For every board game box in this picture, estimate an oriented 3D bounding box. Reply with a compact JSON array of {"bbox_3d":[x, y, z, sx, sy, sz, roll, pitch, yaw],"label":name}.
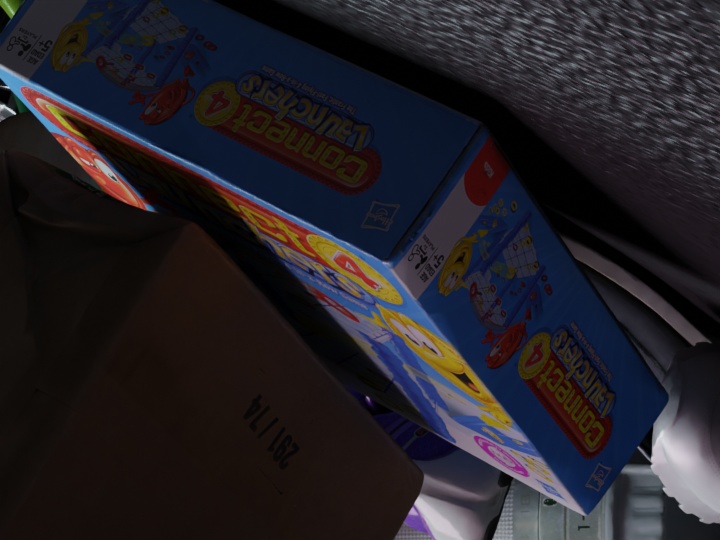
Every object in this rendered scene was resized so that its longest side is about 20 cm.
[{"bbox_3d":[-0.009,-0.014,0.995,0.200,0.056,0.196,27,166,36],"label":"board game box"}]

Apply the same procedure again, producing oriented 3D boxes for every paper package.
[{"bbox_3d":[-0.093,0.090,0.991,0.103,0.191,0.200,20,162,39],"label":"paper package"}]

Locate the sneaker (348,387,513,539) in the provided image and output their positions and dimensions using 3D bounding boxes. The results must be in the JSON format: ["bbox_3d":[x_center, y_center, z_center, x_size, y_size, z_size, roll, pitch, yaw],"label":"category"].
[{"bbox_3d":[0.031,0.064,1.179,0.083,0.081,0.200,21,-174,5],"label":"sneaker"}]

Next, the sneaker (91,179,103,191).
[{"bbox_3d":[-0.167,-0.043,1.362,0.076,0.076,0.200,-6,-169,-36],"label":"sneaker"}]

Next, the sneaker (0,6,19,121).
[{"bbox_3d":[-0.151,-0.091,1.297,0.199,0.076,0.079,28,179,19],"label":"sneaker"}]

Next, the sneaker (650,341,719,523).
[{"bbox_3d":[0.197,0.083,1.127,0.200,0.077,0.080,26,168,-41],"label":"sneaker"}]

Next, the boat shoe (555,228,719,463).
[{"bbox_3d":[0.094,0.030,1.132,0.200,0.062,0.073,33,178,-38],"label":"boat shoe"}]

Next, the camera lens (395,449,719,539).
[{"bbox_3d":[0.094,0.132,1.378,0.199,0.161,0.160,-4,158,32],"label":"camera lens"}]

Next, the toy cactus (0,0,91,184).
[{"bbox_3d":[-0.134,-0.058,1.111,0.199,0.102,0.165,21,-142,-16],"label":"toy cactus"}]
